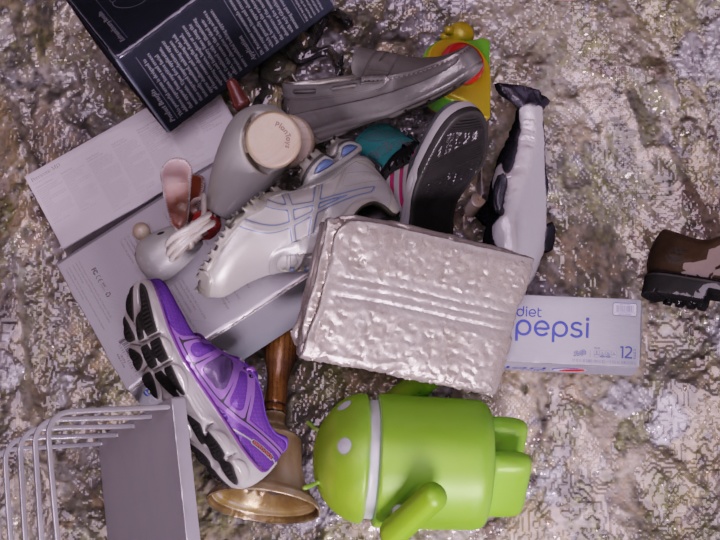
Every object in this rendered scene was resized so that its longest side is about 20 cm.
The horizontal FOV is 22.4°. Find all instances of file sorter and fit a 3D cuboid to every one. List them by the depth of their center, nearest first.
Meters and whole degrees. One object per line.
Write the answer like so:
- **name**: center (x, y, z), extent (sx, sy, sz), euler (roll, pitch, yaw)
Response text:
- **file sorter**: center (-0.234, 0.198, 1.568), extent (0.124, 0.200, 0.140), euler (-1, 76, -26)

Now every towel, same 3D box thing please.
- **towel**: center (0.045, 0.030, 1.581), extent (0.199, 0.034, 0.134), euler (13, 98, -18)

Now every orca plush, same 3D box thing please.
- **orca plush**: center (0.127, -0.074, 1.688), extent (0.071, 0.105, 0.202), euler (-8, 79, 34)

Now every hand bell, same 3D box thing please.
- **hand bell**: center (-0.076, 0.120, 1.663), extent (0.103, 0.104, 0.201), euler (5, 66, 4)

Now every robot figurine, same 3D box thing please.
- **robot figurine**: center (0.048, 0.169, 1.610), extent (0.198, 0.116, 0.176), euler (4, 41, -4)

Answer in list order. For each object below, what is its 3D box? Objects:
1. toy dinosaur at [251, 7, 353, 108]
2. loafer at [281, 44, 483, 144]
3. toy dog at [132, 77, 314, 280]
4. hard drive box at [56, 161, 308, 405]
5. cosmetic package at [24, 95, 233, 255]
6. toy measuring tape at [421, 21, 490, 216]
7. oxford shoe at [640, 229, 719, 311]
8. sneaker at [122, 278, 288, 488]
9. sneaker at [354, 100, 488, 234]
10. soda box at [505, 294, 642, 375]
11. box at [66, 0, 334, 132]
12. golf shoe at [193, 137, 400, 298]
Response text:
- **toy dinosaur**: center (-0.056, -0.219, 1.742), extent (0.087, 0.047, 0.202), euler (3, 75, 11)
- **loafer**: center (0.015, -0.171, 1.659), extent (0.199, 0.070, 0.070), euler (-18, 96, 23)
- **toy dog**: center (-0.132, -0.090, 1.605), extent (0.200, 0.132, 0.096), euler (-40, 86, -18)
- **hard drive box**: center (-0.152, 0.011, 1.664), extent (0.199, 0.077, 0.156), euler (-32, 63, -3)
- **cosmetic package**: center (-0.209, -0.098, 1.721), extent (0.199, 0.051, 0.083), euler (-29, 80, -3)
- **toy measuring tape**: center (0.083, -0.147, 1.692), extent (0.073, 0.074, 0.201), euler (1, 64, 4)
- **oxford shoe**: center (0.361, -0.002, 1.657), extent (0.198, 0.073, 0.085), euler (10, 77, 5)
- **sneaker**: center (-0.134, 0.091, 1.574), extent (0.083, 0.080, 0.201), euler (-36, 98, -30)
- **sneaker**: center (0.047, -0.102, 1.652), extent (0.083, 0.201, 0.121), euler (-14, 53, -31)
- **soda box**: center (0.154, 0.057, 1.658), extent (0.198, 0.068, 0.064), euler (2, 80, 4)
- **box**: center (-0.152, -0.253, 1.690), extent (0.199, 0.107, 0.149), euler (-37, 45, -4)
- **golf shoe**: center (-0.051, -0.029, 1.580), extent (0.200, 0.078, 0.097), euler (-40, 74, -20)
